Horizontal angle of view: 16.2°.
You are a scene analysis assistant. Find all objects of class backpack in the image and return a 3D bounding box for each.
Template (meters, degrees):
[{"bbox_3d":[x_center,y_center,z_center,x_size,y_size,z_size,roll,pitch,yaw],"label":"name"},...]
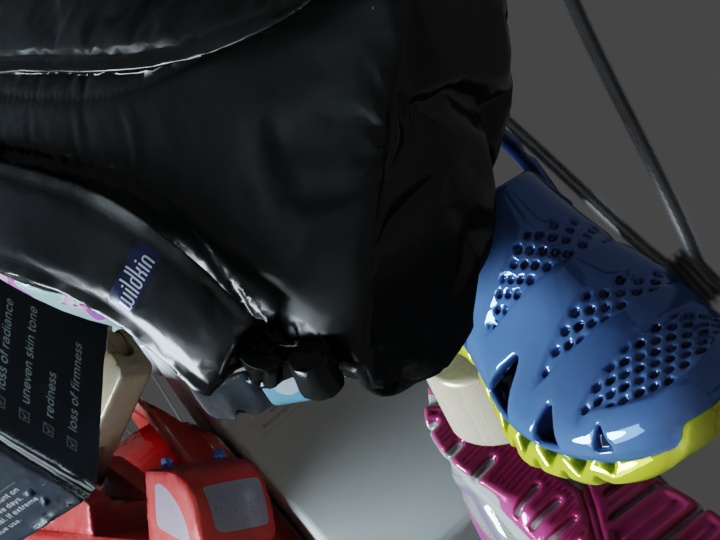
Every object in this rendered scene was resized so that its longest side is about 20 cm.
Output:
[{"bbox_3d":[-0.052,-0.040,0.856,0.199,0.168,0.126,7,173,34],"label":"backpack"}]

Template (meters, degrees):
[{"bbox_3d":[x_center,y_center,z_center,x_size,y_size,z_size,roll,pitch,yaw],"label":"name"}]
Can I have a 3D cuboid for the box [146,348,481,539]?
[{"bbox_3d":[0.000,0.091,1.241,0.200,0.097,0.125,45,170,34],"label":"box"}]

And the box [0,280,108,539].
[{"bbox_3d":[-0.211,-0.005,1.023,0.196,0.124,0.201,38,-146,-33],"label":"box"}]

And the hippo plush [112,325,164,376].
[{"bbox_3d":[-0.142,-0.011,1.341,0.161,0.159,0.200,58,173,-32],"label":"hippo plush"}]

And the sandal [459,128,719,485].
[{"bbox_3d":[0.059,0.005,0.872,0.200,0.079,0.087,34,153,53],"label":"sandal"}]

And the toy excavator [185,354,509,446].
[{"bbox_3d":[0.000,0.000,1.046,0.195,0.199,0.100,-77,-34,-47],"label":"toy excavator"}]

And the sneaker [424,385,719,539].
[{"bbox_3d":[0.104,0.119,1.023,0.200,0.081,0.088,56,172,29],"label":"sneaker"}]

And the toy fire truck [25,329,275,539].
[{"bbox_3d":[-0.117,0.078,1.126,0.199,0.049,0.142,-3,93,47],"label":"toy fire truck"}]

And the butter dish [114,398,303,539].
[{"bbox_3d":[-0.094,0.172,1.250,0.200,0.148,0.199,51,173,-6],"label":"butter dish"}]
